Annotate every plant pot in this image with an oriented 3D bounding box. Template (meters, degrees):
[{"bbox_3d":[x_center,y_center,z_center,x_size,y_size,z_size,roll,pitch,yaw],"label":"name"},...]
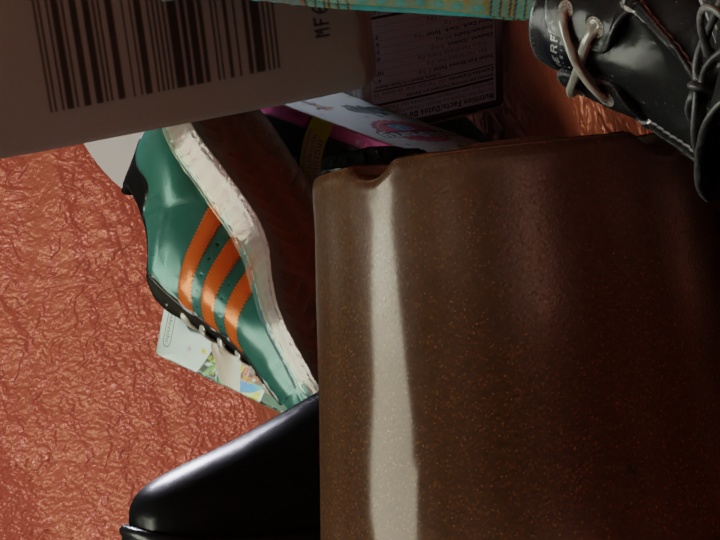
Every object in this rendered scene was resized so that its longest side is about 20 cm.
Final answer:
[{"bbox_3d":[0.064,0.054,0.885,0.200,0.199,0.200,170,94,-82],"label":"plant pot"}]

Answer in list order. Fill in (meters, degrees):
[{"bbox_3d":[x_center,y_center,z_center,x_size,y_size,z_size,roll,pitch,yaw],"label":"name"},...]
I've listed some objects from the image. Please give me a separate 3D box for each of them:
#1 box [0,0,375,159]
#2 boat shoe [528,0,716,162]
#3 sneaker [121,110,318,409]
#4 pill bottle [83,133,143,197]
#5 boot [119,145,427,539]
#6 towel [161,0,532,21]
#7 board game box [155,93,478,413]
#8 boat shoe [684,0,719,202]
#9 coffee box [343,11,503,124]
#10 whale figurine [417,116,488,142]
[{"bbox_3d":[-0.114,-0.185,1.075,0.172,0.197,0.201,-119,19,-59],"label":"box"},{"bbox_3d":[0.093,-0.085,0.827,0.201,0.067,0.072,-113,12,-49],"label":"boat shoe"},{"bbox_3d":[-0.049,0.009,1.100,0.080,0.071,0.201,-47,58,34],"label":"sneaker"},{"bbox_3d":[-0.063,-0.126,1.311,0.111,0.200,0.111,35,148,25],"label":"pill bottle"},{"bbox_3d":[-0.010,0.034,0.988,0.076,0.199,0.170,-179,84,-70],"label":"boot"},{"bbox_3d":[0.002,-0.161,0.936,0.147,0.198,0.022,83,-162,-44],"label":"towel"},{"bbox_3d":[0.000,0.000,1.141,0.199,0.064,0.149,22,106,38],"label":"board game box"},{"bbox_3d":[0.124,-0.052,0.695,0.075,0.062,0.201,84,170,-55],"label":"boat shoe"},{"bbox_3d":[0.017,-0.181,1.165,0.201,0.079,0.115,86,168,-49],"label":"coffee box"},{"bbox_3d":[0.036,-0.051,1.288,0.200,0.103,0.160,-65,-31,-62],"label":"whale figurine"}]
